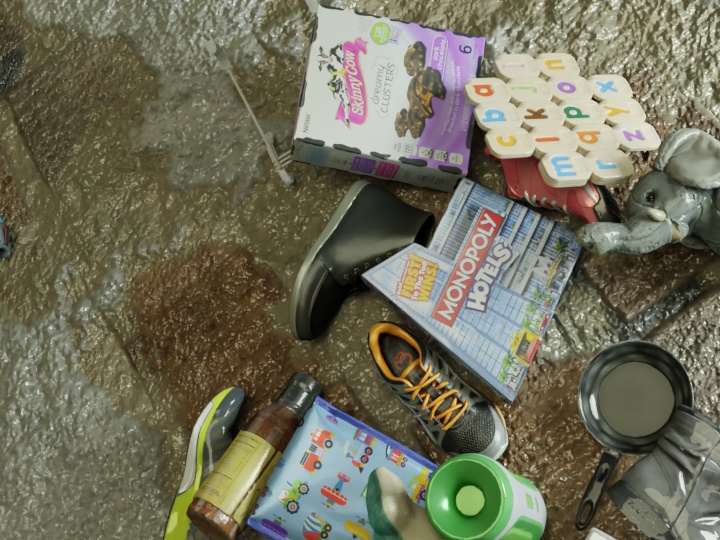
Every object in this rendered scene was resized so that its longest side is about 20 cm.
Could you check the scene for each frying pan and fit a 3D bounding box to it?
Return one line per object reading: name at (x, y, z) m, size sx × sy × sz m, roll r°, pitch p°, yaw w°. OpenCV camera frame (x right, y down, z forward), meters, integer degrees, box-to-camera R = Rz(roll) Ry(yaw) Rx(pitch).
frying pan at (0.275, 0.166, 1.041) m, size 0.114 × 0.031 × 0.192 m, roll -1°, pitch 77°, yaw 20°

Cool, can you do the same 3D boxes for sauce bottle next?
sauce bottle at (-0.109, 0.199, 1.128) m, size 0.066 × 0.066 × 0.200 m, roll 22°, pitch 55°, yaw 25°

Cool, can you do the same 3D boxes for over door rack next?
over door rack at (-0.075, -0.225, 1.269) m, size 0.147 × 0.067 × 0.201 m, roll -30°, pitch 85°, yaw 7°

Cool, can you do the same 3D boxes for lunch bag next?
lunch bag at (0.006, 0.250, 1.093) m, size 0.199 × 0.094 × 0.152 m, roll 28°, pitch 83°, yaw 14°

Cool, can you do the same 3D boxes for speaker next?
speaker at (0.122, 0.226, 0.986) m, size 0.087 × 0.200 × 0.089 m, roll -6°, pitch 71°, yaw 18°

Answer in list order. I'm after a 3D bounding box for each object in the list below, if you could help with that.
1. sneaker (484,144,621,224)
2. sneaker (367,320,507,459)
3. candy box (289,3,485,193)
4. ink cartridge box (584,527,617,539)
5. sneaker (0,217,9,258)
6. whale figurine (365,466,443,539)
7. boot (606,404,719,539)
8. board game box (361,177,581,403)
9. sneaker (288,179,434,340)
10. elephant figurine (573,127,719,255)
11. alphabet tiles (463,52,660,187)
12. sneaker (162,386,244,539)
sneaker at (0.208, -0.094, 1.138) m, size 0.087 × 0.074 × 0.201 m, roll -42°, pitch 57°, yaw 15°
sneaker at (0.074, 0.128, 1.105) m, size 0.078 × 0.077 × 0.200 m, roll -47°, pitch 65°, yaw -1°
candy box at (0.030, -0.195, 1.182) m, size 0.198 × 0.072 × 0.170 m, roll 10°, pitch 76°, yaw -5°
ink cartridge box at (0.208, 0.344, 0.946) m, size 0.083 × 0.145 × 0.201 m, roll 29°, pitch 85°, yaw 28°
sneaker at (-0.551, 0.002, 1.379) m, size 0.200 × 0.079 × 0.096 m, roll -42°, pitch 66°, yaw 4°
whale figurine at (0.045, 0.288, 0.985) m, size 0.103 × 0.159 × 0.201 m, roll -28°, pitch 110°, yaw 6°
boot at (0.342, 0.230, 0.967) m, size 0.132 × 0.070 × 0.200 m, roll -46°, pitch 74°, yaw 1°
board game box at (0.112, 0.006, 1.105) m, size 0.198 × 0.062 × 0.202 m, roll 25°, pitch 83°, yaw 6°
sneaker at (0.000, 0.000, 1.173) m, size 0.105 × 0.075 × 0.202 m, roll 23°, pitch 81°, yaw 25°
elephant figurine at (0.332, -0.069, 1.033) m, size 0.198 × 0.155 × 0.143 m, roll 18°, pitch 102°, yaw 16°
alphabet tiles at (0.215, -0.165, 1.117) m, size 0.193 × 0.015 × 0.201 m, roll -5°, pitch 51°, yaw -14°
sneaker at (-0.157, 0.231, 1.171) m, size 0.080 × 0.074 × 0.202 m, roll 12°, pitch 79°, yaw 7°
